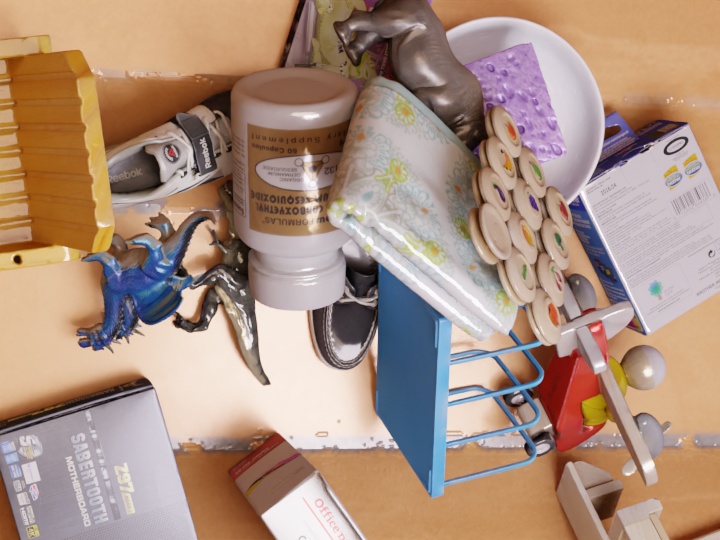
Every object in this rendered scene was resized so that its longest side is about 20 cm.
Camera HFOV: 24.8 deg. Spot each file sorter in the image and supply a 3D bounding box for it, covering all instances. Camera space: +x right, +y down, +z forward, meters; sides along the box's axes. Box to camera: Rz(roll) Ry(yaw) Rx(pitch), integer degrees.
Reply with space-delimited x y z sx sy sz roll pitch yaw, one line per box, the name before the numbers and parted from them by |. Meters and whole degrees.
file sorter | 0.096 0.081 1.527 0.122 0.139 0.200 -11 125 -18

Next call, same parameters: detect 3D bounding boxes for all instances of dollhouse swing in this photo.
dollhouse swing | -0.318 -0.095 1.405 0.181 0.176 0.201 -8 100 -14

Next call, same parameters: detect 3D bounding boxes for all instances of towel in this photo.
towel | 0.063 -0.053 1.399 0.200 0.171 0.048 39 127 -22

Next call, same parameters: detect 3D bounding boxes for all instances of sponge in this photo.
sponge | 0.082 -0.127 1.520 0.200 0.030 0.112 -20 92 -5

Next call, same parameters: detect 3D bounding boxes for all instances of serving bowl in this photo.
serving bowl | 0.129 -0.139 1.572 0.200 0.066 0.201 0 91 -6

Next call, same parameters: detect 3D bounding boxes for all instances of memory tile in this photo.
memory tile | 0.143 -0.043 1.429 0.017 0.200 0.153 -21 122 26

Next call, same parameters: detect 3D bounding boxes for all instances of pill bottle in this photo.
pill bottle | -0.058 -0.071 1.474 0.114 0.114 0.200 -7 117 -15

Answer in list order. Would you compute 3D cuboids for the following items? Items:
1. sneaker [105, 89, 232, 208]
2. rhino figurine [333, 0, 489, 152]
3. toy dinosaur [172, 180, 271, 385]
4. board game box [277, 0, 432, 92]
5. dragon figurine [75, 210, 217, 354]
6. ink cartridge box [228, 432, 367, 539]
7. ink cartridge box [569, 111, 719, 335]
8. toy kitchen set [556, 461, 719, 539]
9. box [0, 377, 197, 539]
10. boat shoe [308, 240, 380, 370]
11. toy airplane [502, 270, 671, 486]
sneaker | -0.159 -0.104 1.484 0.200 0.089 0.074 -27 101 -6
rhino figurine | 0.062 -0.159 1.473 0.087 0.060 0.200 -33 100 -1
toy dinosaur | -0.131 0.020 1.540 0.088 0.047 0.201 -9 102 -21
board game box | -0.007 -0.217 1.553 0.120 0.032 0.200 17 92 -21
dragon figurine | -0.182 0.008 1.472 0.200 0.059 0.100 -22 108 26
ink cartridge box | -0.048 0.232 1.506 0.067 0.200 0.117 -37 104 -8
ink cartridge box | 0.284 -0.058 1.627 0.136 0.076 0.200 -30 105 -11
toy kitchen set | 0.311 0.253 1.637 0.180 0.200 0.163 -18 60 -13
box | -0.244 0.217 1.528 0.157 0.051 0.200 -16 100 -14
boat shoe | 0.000 0.000 1.563 0.074 0.060 0.200 13 93 -16
toy airplane | 0.230 0.090 1.568 0.141 0.199 0.201 -8 98 -18
